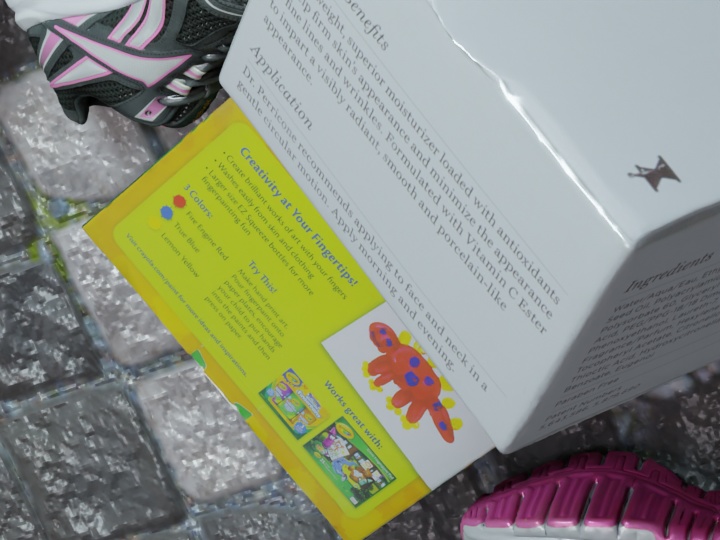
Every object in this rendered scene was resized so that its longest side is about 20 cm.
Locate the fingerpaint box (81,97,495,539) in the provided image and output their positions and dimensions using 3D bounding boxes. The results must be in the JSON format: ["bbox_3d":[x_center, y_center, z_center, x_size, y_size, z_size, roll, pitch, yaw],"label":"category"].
[{"bbox_3d":[0.000,0.000,1.208,0.167,0.073,0.200,-39,93,32],"label":"fingerpaint box"}]

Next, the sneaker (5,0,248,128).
[{"bbox_3d":[-0.078,-0.109,1.180,0.200,0.080,0.086,1,112,51],"label":"sneaker"}]

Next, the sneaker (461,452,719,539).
[{"bbox_3d":[0.142,0.142,1.192,0.200,0.081,0.088,7,112,22],"label":"sneaker"}]

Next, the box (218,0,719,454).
[{"bbox_3d":[0.090,-0.070,0.978,0.199,0.200,0.131,53,143,22],"label":"box"}]
